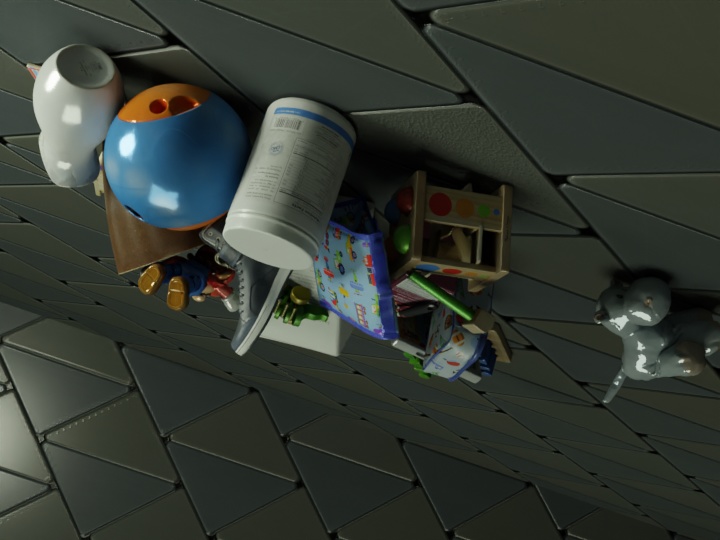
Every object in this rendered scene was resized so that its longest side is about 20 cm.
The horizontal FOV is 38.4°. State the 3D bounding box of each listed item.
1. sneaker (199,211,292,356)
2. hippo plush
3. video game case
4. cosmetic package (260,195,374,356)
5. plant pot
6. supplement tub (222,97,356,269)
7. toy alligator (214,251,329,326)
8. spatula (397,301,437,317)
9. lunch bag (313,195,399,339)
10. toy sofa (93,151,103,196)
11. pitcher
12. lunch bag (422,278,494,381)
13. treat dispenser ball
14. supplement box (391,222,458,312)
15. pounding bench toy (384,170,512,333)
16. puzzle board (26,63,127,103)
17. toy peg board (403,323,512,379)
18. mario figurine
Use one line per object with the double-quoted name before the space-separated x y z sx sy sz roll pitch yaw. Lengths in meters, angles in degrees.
"sneaker" -0.179 0.008 1.489 0.146 0.203 0.077 25 176 -7
"hippo plush" 0.442 0.077 1.596 0.200 0.159 0.161 -26 104 45
"video game case" 0.127 0.092 1.830 0.182 0.200 0.023 26 125 -22
"cosmetic package" -0.082 -0.002 1.647 0.165 0.165 0.200 14 129 13
"plant pot" -0.316 -0.119 1.577 0.187 0.200 0.187 -20 -174 2
"supplement tub" -0.093 -0.116 1.381 0.132 0.200 0.132 16 162 5
"toy alligator" -0.143 0.037 1.557 0.200 0.054 0.059 29 132 1
"spatula" 0.060 0.068 1.707 0.056 0.021 0.200 30 158 -30
"lunch bag" 0.000 0.000 1.413 0.094 0.151 0.200 -13 -159 -13
"toy sofa" -0.339 -0.149 1.718 0.200 0.083 0.098 19 157 -1
"pitcher" -0.413 -0.241 1.461 0.172 0.121 0.200 57 145 17
"lunch bag" 0.161 0.074 1.706 0.075 0.200 0.160 18 149 -7
"treat dispenser ball" -0.249 -0.155 1.418 0.201 0.201 0.201 16 162 5
"supplement box" 0.094 -0.005 1.675 0.086 0.111 0.200 21 162 -11
"pounding bench toy" 0.111 -0.017 1.427 0.156 0.200 0.124 8 165 -14
"puzzle board" -0.420 -0.248 1.612 0.150 0.017 0.200 16 161 7
"toy peg board" 0.190 0.167 2.111 0.199 0.098 0.200 11 161 21
"mario figurine" -0.259 0.027 1.588 0.106 0.124 0.200 -29 177 21
